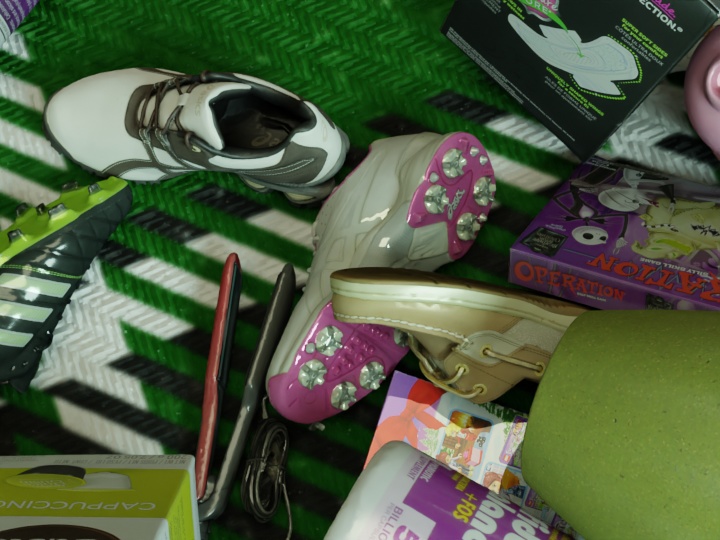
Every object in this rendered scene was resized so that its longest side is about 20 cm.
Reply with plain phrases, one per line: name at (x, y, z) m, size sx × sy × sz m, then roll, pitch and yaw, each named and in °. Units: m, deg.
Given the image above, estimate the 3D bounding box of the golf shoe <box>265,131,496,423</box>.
golf shoe at (0.000, 0.000, 0.820) m, size 0.091 × 0.075 × 0.201 m, roll 19°, pitch 66°, yaw 45°

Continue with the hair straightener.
hair straightener at (-0.059, 0.090, 0.807) m, size 0.076 × 0.041 × 0.203 m, roll 8°, pitch 68°, yaw 5°

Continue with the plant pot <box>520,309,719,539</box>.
plant pot at (0.185, 0.096, 0.655) m, size 0.198 × 0.187 × 0.189 m, roll 21°, pitch 75°, yaw 25°

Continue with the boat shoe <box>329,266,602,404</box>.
boat shoe at (0.070, 0.041, 0.767) m, size 0.198 × 0.074 × 0.067 m, roll 11°, pitch 93°, yaw -26°

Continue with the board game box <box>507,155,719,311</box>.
board game box at (0.197, -0.006, 0.773) m, size 0.198 × 0.033 × 0.120 m, roll 17°, pitch 43°, yaw 25°

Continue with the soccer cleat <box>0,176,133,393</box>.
soccer cleat at (-0.208, 0.020, 0.831) m, size 0.200 × 0.067 × 0.082 m, roll -44°, pitch 119°, yaw -25°

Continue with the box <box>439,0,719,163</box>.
box at (0.151, -0.180, 0.751) m, size 0.124 × 0.200 × 0.149 m, roll 42°, pitch 72°, yaw 3°

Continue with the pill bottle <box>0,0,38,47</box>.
pill bottle at (-0.259, -0.195, 0.869) m, size 0.112 × 0.113 × 0.201 m, roll 34°, pitch 78°, yaw 12°

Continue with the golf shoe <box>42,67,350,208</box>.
golf shoe at (-0.106, -0.097, 0.842) m, size 0.197 × 0.095 × 0.079 m, roll 7°, pitch 75°, yaw 7°

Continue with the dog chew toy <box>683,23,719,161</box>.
dog chew toy at (0.247, -0.097, 0.768) m, size 0.123 × 0.199 × 0.127 m, roll 0°, pitch 91°, yaw 39°

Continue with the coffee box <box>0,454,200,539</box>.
coffee box at (-0.182, 0.215, 0.661) m, size 0.197 × 0.198 × 0.203 m, roll -2°, pitch 101°, yaw 2°

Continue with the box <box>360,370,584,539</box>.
box at (0.053, 0.173, 0.779) m, size 0.135 × 0.039 × 0.202 m, roll 17°, pitch 75°, yaw 7°

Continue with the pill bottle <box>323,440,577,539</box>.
pill bottle at (0.075, 0.180, 0.697) m, size 0.198 × 0.112 × 0.113 m, roll 28°, pitch 76°, yaw 9°

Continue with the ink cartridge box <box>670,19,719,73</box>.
ink cartridge box at (0.178, -0.200, 0.892) m, size 0.197 × 0.057 × 0.165 m, roll 9°, pitch 73°, yaw -13°
